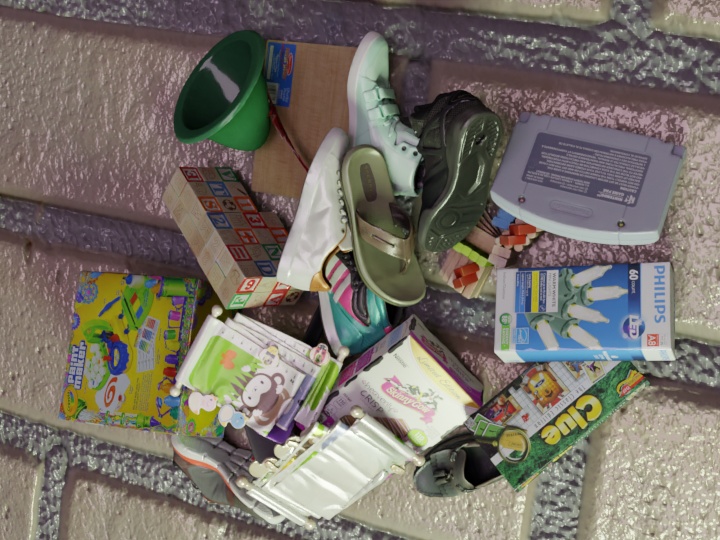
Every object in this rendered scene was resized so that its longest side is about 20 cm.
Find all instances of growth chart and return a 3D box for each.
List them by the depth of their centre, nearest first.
[{"bbox_3d":[-0.041,0.242,1.357,0.199,0.018,0.145,-35,118,17],"label":"growth chart"},{"bbox_3d":[-0.128,0.131,1.373,0.199,0.018,0.146,19,88,9],"label":"growth chart"}]

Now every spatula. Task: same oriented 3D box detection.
[{"bbox_3d":[-0.081,0.123,1.423,0.056,0.021,0.201,22,63,6],"label":"spatula"}]

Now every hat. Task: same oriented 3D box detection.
[{"bbox_3d":[-0.130,-0.187,1.460,0.165,0.176,0.201,-23,46,35],"label":"hat"}]

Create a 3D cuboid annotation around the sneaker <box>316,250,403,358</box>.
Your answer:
[{"bbox_3d":[0.000,0.000,1.399,0.120,0.084,0.201,-18,83,20],"label":"sneaker"}]

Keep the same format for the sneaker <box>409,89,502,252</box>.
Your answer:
[{"bbox_3d":[0.101,-0.123,1.304,0.114,0.076,0.201,-120,32,-47],"label":"sneaker"}]

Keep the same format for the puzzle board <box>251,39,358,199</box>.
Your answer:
[{"bbox_3d":[-0.067,-0.193,1.441,0.150,0.017,0.202,11,99,29],"label":"puzzle board"}]

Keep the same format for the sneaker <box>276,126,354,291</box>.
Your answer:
[{"bbox_3d":[-0.034,-0.070,1.355,0.084,0.073,0.201,18,94,7],"label":"sneaker"}]

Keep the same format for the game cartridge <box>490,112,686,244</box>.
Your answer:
[{"bbox_3d":[0.256,-0.102,1.269,0.199,0.041,0.134,16,69,23],"label":"game cartridge"}]

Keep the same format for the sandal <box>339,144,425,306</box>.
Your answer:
[{"bbox_3d":[0.028,-0.051,1.319,0.057,0.079,0.202,-5,106,59],"label":"sandal"}]

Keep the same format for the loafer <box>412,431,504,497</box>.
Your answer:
[{"bbox_3d":[0.145,0.234,1.365,0.199,0.063,0.072,-24,87,24],"label":"loafer"}]

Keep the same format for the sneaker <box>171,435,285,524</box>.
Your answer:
[{"bbox_3d":[-0.179,0.290,1.525,0.199,0.077,0.082,34,128,23],"label":"sneaker"}]

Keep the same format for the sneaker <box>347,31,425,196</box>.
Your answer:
[{"bbox_3d":[0.046,-0.189,1.365,0.117,0.074,0.202,10,104,25],"label":"sneaker"}]

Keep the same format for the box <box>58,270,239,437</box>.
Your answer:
[{"bbox_3d":[-0.281,0.112,1.489,0.191,0.122,0.202,4,82,24],"label":"box"}]

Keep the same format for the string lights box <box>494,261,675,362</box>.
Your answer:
[{"bbox_3d":[0.258,0.050,1.279,0.198,0.059,0.104,-3,72,21],"label":"string lights box"}]

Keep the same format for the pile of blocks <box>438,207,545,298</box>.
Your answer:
[{"bbox_3d":[0.169,-0.043,1.330,0.200,0.062,0.082,-38,80,22],"label":"pile of blocks"}]

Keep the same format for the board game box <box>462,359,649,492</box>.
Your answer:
[{"bbox_3d":[0.227,0.156,1.300,0.200,0.023,0.105,-41,65,4],"label":"board game box"}]

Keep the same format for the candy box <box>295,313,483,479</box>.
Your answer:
[{"bbox_3d":[0.037,0.169,1.385,0.200,0.061,0.136,-40,103,22],"label":"candy box"}]

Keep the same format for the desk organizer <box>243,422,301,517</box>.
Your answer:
[{"bbox_3d":[-0.100,0.212,1.466,0.071,0.077,0.201,-20,87,24],"label":"desk organizer"}]

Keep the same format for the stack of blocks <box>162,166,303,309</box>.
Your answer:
[{"bbox_3d":[-0.160,-0.046,1.442,0.201,0.115,0.059,56,128,28],"label":"stack of blocks"}]
